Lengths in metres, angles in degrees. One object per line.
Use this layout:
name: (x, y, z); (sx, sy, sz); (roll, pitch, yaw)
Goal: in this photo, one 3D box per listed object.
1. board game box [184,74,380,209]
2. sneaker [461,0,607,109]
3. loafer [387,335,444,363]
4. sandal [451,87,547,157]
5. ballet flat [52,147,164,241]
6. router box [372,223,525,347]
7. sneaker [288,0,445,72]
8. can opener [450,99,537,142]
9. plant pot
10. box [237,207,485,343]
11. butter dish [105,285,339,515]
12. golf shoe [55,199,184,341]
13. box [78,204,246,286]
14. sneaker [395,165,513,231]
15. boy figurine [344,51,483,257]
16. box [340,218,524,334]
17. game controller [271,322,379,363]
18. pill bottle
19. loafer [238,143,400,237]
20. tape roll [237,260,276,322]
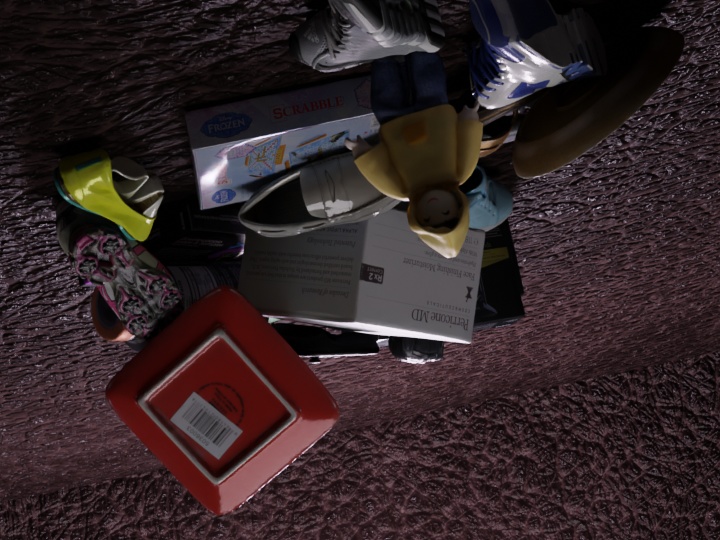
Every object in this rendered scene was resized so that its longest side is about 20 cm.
board game box: (-0.069, -0.124, 1.580); (0.197, 0.042, 0.200); (-12, 167, -7)
sneaker: (0.133, -0.188, 1.426); (0.114, 0.082, 0.199); (-22, 165, 27)
loafer: (0.073, 0.009, 1.916); (0.070, 0.204, 0.068); (4, 176, -27)
sandal: (0.107, -0.133, 1.572); (0.199, 0.055, 0.082); (-35, -159, 23)
ballet flat: (-0.231, -0.077, 1.583); (0.067, 0.067, 0.200); (-29, 163, 8)
router box: (0.090, 0.001, 1.991); (0.197, 0.159, 0.052); (-8, 167, -18)
sneaker: (-0.016, -0.195, 1.277); (0.114, 0.076, 0.200); (-16, 167, 22)
can opener: (0.156, -0.153, 1.651); (0.197, 0.054, 0.067); (-13, 166, 6)
plant pot: (0.215, -0.164, 1.506); (0.200, 0.028, 0.200); (-40, -166, 12)
box: (0.000, 0.000, 1.791); (0.198, 0.133, 0.198); (4, 175, 44)
butter dish: (-0.145, 0.126, 1.773); (0.199, 0.200, 0.148); (-40, -170, 14)
golf shoe: (-0.250, -0.004, 1.689); (0.072, 0.092, 0.201); (-35, 138, -2)
box: (-0.213, -0.025, 1.864); (0.199, 0.037, 0.142); (-22, 165, 37)
sneaker: (0.124, -0.087, 1.843); (0.081, 0.075, 0.199); (-18, 167, 41)
boy figurine: (0.049, -0.109, 1.414); (0.123, 0.203, 0.064); (-9, 167, 0)
box: (0.083, 0.015, 2.122); (0.194, 0.126, 0.200); (-6, 165, -18)
game controller: (-0.053, 0.085, 1.861); (0.103, 0.043, 0.200); (9, 178, -20)
pill bottle: (-0.207, 0.042, 1.835); (0.198, 0.108, 0.106); (1, 161, -44)
loafer: (-0.031, -0.075, 1.575); (0.198, 0.071, 0.070); (-21, 174, 31)
tape roll: (-0.153, 0.033, 2.126); (0.198, 0.049, 0.201); (-12, 166, -3)
